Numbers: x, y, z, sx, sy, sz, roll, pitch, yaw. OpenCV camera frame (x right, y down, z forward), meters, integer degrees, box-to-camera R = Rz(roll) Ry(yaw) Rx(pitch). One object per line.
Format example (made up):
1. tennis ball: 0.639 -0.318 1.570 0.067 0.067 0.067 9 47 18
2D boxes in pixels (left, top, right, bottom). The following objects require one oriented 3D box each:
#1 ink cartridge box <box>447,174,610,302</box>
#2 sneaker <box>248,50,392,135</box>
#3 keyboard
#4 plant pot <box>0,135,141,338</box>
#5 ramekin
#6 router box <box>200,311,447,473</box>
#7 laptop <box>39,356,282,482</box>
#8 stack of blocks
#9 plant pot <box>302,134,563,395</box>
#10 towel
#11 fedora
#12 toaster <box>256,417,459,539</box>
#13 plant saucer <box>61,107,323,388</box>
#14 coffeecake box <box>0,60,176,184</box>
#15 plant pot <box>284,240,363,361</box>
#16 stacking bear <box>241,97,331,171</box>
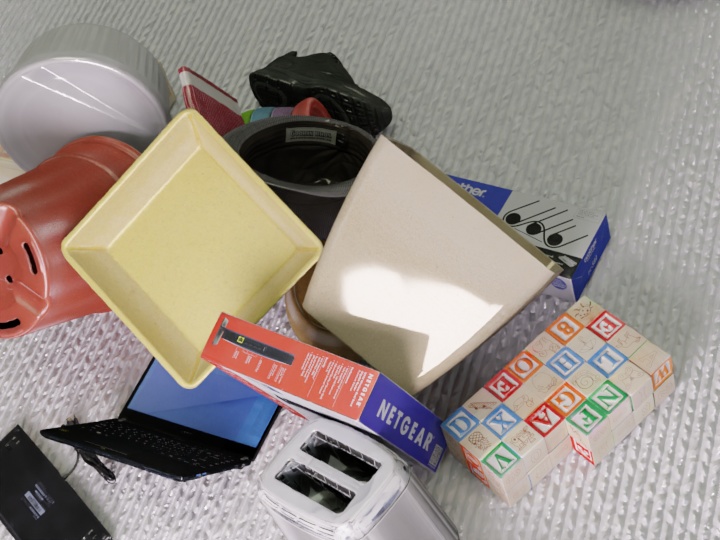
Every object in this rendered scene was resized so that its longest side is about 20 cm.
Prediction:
1. ink cartridge box: 0.155 -0.037 1.495 0.199 0.044 0.094 16 58 29
2. sneaker: -0.039 -0.223 1.694 0.199 0.076 0.091 24 55 29
3. keyboard: -0.315 0.227 1.454 0.127 0.021 0.200 -43 53 -10
4. plant pot: -0.327 -0.026 1.491 0.200 0.202 0.195 11 21 25
5. ramekin: -0.307 -0.189 1.590 0.201 0.203 0.095 -7 46 12
6. router box: -0.028 0.117 1.327 0.179 0.200 0.049 19 78 30
7. laptop: -0.190 0.133 1.432 0.177 0.200 0.104 12 96 27
8. stack of blocks: 0.190 0.130 1.341 0.200 0.059 0.115 -40 52 -15
9. plant pot: 0.058 0.006 1.348 0.200 0.200 0.177 40 98 8
10. towel: -0.140 -0.106 1.487 0.023 0.144 0.201 -19 76 14
11. fedora: -0.062 -0.089 1.471 0.176 0.091 0.200 20 31 18
12. toaster: -0.002 0.219 1.262 0.114 0.129 0.200 -47 39 -18
13. plant saucer: -0.161 -0.022 1.379 0.200 0.048 0.200 -46 81 11
14. coffeecake box: -0.348 -0.179 1.754 0.153 0.073 0.201 13 57 24
15. plant pot: 0.000 0.000 1.494 0.199 0.027 0.201 -15 56 24
16. stacking bear: -0.135 -0.126 1.626 0.199 0.114 0.122 -11 50 15
